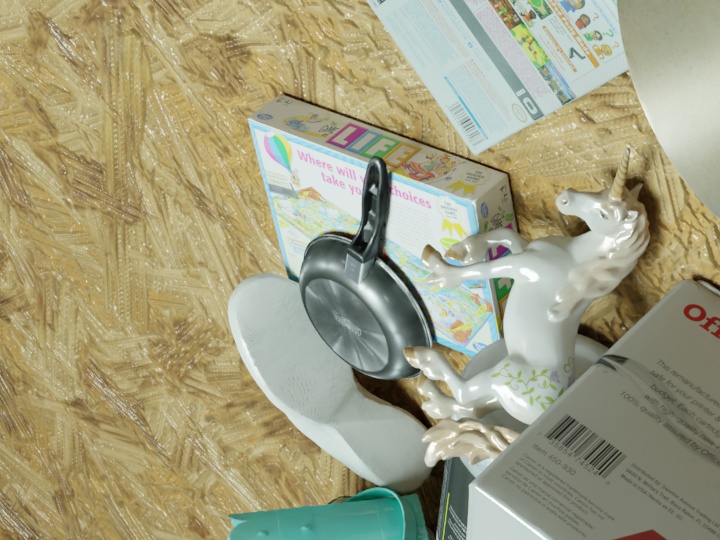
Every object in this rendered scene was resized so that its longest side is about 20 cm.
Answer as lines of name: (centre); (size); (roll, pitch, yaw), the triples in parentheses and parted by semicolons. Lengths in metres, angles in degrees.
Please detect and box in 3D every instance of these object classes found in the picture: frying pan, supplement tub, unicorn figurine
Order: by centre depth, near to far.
unicorn figurine: (0.100, 0.019, 1.443); (0.137, 0.074, 0.201); (7, 99, 25)
supplement tub: (0.112, 0.143, 1.557); (0.122, 0.122, 0.201); (36, 145, 24)
frying pan: (0.011, 0.013, 1.582); (0.115, 0.031, 0.190); (47, 151, 5)

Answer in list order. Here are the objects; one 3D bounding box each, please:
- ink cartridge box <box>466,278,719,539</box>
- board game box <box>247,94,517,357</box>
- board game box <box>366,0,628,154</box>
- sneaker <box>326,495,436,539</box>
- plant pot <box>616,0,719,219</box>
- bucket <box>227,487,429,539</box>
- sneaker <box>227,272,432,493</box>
ink cartridge box: (0.177, 0.120, 1.376); (0.147, 0.200, 0.083); (35, 149, 25)
board game box: (0.020, -0.026, 1.587); (0.199, 0.034, 0.135); (23, 139, 39)
board game box: (0.088, -0.164, 1.331); (0.148, 0.064, 0.200); (54, 150, -6)
sneaker: (0.035, 0.250, 1.798); (0.200, 0.089, 0.077); (46, 149, 10)
plant pot: (0.248, -0.124, 1.078); (0.200, 0.187, 0.188); (-20, 107, 43)
bucket: (-0.009, 0.251, 1.684); (0.207, 0.134, 0.208); (168, 90, -88)
sneaker: (-0.036, 0.081, 1.714); (0.200, 0.075, 0.088); (50, 160, -24)
